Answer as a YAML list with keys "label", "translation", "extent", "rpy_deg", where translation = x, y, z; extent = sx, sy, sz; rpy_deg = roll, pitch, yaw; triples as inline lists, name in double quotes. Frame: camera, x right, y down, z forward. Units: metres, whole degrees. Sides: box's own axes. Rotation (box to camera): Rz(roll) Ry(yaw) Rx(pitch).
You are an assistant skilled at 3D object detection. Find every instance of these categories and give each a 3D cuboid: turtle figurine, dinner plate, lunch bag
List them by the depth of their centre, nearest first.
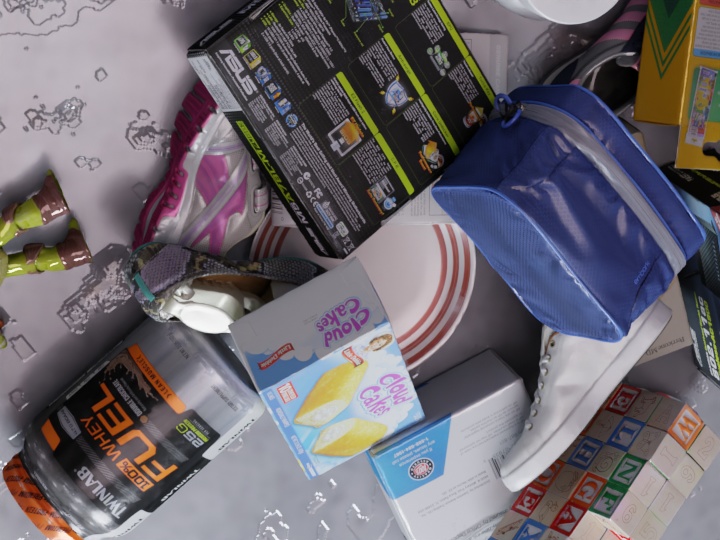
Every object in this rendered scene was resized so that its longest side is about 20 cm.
- label: "lunch bag"
  translation: [0.162, -0.057, 1.446]
  extent: [0.132, 0.136, 0.200]
  rpy_deg: [-48, 113, -15]
- label: "turtle figurine"
  translation: [-0.303, -0.017, 1.460]
  extent: [0.160, 0.064, 0.201]
  rpy_deg: [-25, 112, -5]
- label: "dinner plate"
  translation: [0.000, 0.000, 1.565]
  extent: [0.198, 0.024, 0.202]
  rpy_deg: [-4, 108, -13]

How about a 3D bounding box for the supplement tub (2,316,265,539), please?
- label: "supplement tub"
  translation: [-0.185, 0.130, 1.507]
  extent: [0.200, 0.123, 0.123]
  rpy_deg: [-42, 112, 2]

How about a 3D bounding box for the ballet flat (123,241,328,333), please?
- label: "ballet flat"
  translation: [-0.094, 0.025, 1.468]
  extent: [0.199, 0.072, 0.073]
  rpy_deg: [8, 107, -39]

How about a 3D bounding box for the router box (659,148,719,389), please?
- label: "router box"
  translation: [0.323, 0.013, 1.582]
  extent: [0.062, 0.150, 0.201]
  rpy_deg: [-18, 111, -8]

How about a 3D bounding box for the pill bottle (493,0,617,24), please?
- label: "pill bottle"
  translation: [0.131, -0.252, 1.419]
  extent: [0.109, 0.200, 0.110]
  rpy_deg: [-4, 109, -13]

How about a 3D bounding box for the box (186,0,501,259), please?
- label: "box"
  translation: [-0.006, -0.144, 1.443]
  extent: [0.193, 0.047, 0.201]
  rpy_deg: [-42, 111, -21]

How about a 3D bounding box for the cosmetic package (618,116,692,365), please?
- label: "cosmetic package"
  translation: [0.206, -0.020, 1.584]
  extent: [0.103, 0.073, 0.201]
  rpy_deg: [-21, 111, -6]

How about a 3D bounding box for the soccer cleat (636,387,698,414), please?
- label: "soccer cleat"
  translation: [0.245, 0.206, 1.673]
  extent: [0.073, 0.068, 0.201]
  rpy_deg: [13, 102, -22]

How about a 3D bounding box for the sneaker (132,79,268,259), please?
- label: "sneaker"
  translation: [-0.112, -0.076, 1.487]
  extent: [0.088, 0.081, 0.201]
  rpy_deg: [18, 111, -20]

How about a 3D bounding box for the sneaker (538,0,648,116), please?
- label: "sneaker"
  translation: [0.236, -0.182, 1.531]
  extent: [0.200, 0.082, 0.070]
  rpy_deg: [-47, 113, -1]

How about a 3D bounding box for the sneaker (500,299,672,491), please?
- label: "sneaker"
  translation: [0.166, 0.088, 1.541]
  extent: [0.084, 0.073, 0.200]
  rpy_deg: [38, 91, 2]

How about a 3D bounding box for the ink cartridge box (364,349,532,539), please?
- label: "ink cartridge box"
  translation: [0.100, 0.195, 1.621]
  extent: [0.144, 0.084, 0.201]
  rpy_deg: [-27, 112, -6]

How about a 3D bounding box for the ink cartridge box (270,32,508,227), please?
- label: "ink cartridge box"
  translation: [0.024, -0.117, 1.512]
  extent: [0.199, 0.050, 0.162]
  rpy_deg: [-2, 96, -29]

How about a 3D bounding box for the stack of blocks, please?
- label: "stack of blocks"
  translation: [0.196, 0.194, 1.542]
  extent: [0.059, 0.115, 0.200]
  rpy_deg: [44, 76, -29]

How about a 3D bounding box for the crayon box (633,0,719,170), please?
- label: "crayon box"
  translation: [0.284, -0.184, 1.504]
  extent: [0.125, 0.051, 0.202]
  rpy_deg: [0, 99, -45]

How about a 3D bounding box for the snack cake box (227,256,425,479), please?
- label: "snack cake box"
  translation: [-0.023, 0.082, 1.480]
  extent: [0.114, 0.067, 0.200]
  rpy_deg: [-27, 152, -3]
